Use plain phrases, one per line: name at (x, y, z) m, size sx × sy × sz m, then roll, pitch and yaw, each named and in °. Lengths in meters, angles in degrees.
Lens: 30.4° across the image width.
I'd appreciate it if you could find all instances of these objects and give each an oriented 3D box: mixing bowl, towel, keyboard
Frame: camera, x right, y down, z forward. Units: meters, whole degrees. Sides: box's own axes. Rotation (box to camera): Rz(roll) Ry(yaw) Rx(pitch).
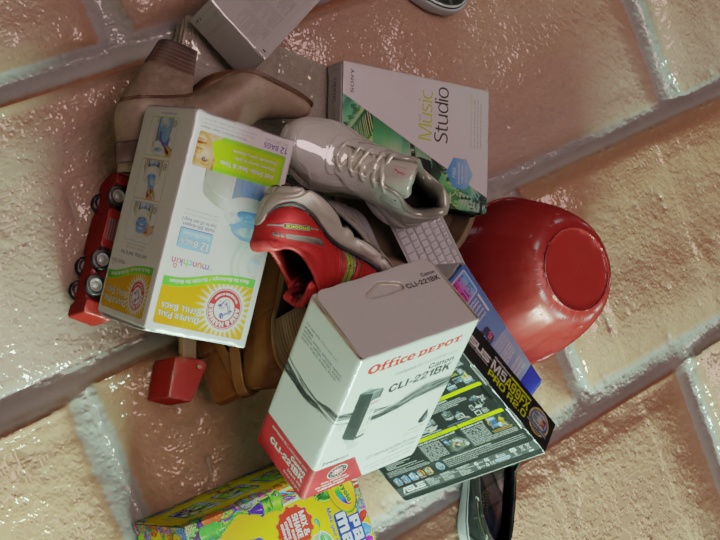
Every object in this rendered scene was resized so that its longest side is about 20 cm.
mixing bowl at (0.216, 0.006, 1.533) m, size 0.199 × 0.108 × 0.202 m, roll 5°, pitch 81°, yaw -32°
towel at (-0.114, -0.178, 1.397) m, size 0.199 × 0.034 × 0.133 m, roll 19°, pitch 74°, yaw -30°
keyboard at (0.098, 0.021, 1.475) m, size 0.056 × 0.011 × 0.201 m, roll -28°, pitch 109°, yaw -3°

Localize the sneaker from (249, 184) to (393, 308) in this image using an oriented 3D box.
sneaker at (-0.036, 0.003, 1.226) m, size 0.200 × 0.077 × 0.085 m, roll 42°, pitch 64°, yaw -39°

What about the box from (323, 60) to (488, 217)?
box at (0.054, -0.142, 1.461) m, size 0.199 × 0.036 × 0.146 m, roll 6°, pitch 81°, yaw -30°

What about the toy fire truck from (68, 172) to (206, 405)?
toy fire truck at (-0.209, 0.019, 1.298) m, size 0.140 × 0.049 × 0.201 m, roll 21°, pitch 70°, yaw -30°

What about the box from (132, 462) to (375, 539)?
box at (-0.087, 0.305, 1.290) m, size 0.192 × 0.122 × 0.201 m, roll -20°, pitch 93°, yaw -34°

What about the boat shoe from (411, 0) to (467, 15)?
boat shoe at (0.062, -0.378, 1.516) m, size 0.200 × 0.068 × 0.074 m, roll 50°, pitch 61°, yaw -17°

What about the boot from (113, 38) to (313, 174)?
boot at (-0.149, -0.133, 1.310) m, size 0.199 × 0.070 × 0.147 m, roll 18°, pitch 76°, yaw -25°

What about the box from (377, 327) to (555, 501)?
box at (0.075, 0.145, 1.368) m, size 0.160 × 0.199 × 0.044 m, roll 50°, pitch 41°, yaw -15°

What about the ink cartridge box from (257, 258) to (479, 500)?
ink cartridge box at (0.005, 0.100, 1.224) m, size 0.144 × 0.201 × 0.084 m, roll -17°, pitch 53°, yaw -36°

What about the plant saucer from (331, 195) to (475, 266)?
plant saucer at (0.046, -0.099, 1.488) m, size 0.199 × 0.029 × 0.202 m, roll 6°, pitch 79°, yaw -31°

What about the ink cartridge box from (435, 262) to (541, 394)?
ink cartridge box at (0.100, 0.092, 1.421) m, size 0.076 × 0.136 × 0.200 m, roll -49°, pitch 115°, yaw -28°

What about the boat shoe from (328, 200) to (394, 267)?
boat shoe at (0.000, 0.000, 1.344) m, size 0.066 × 0.072 × 0.201 m, roll 26°, pitch 30°, yaw -49°

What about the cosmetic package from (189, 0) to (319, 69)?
cosmetic package at (-0.090, -0.292, 1.393) m, size 0.083 × 0.051 × 0.200 m, roll 46°, pitch 49°, yaw -11°

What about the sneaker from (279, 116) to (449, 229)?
sneaker at (0.012, -0.105, 1.350) m, size 0.199 × 0.099 × 0.078 m, roll 22°, pitch 79°, yaw -30°

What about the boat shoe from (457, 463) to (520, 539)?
boat shoe at (0.149, 0.214, 1.483) m, size 0.070 × 0.066 × 0.202 m, roll 15°, pitch 75°, yaw -29°

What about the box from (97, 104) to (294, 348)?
box at (-0.152, -0.040, 1.224) m, size 0.112 × 0.101 × 0.201 m, roll 15°, pitch 89°, yaw -36°

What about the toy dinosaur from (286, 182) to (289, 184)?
toy dinosaur at (-0.115, -0.051, 1.363) m, size 0.200 × 0.058 × 0.101 m, roll 42°, pitch 65°, yaw -20°

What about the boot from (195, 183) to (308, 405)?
boot at (-0.103, 0.024, 1.314) m, size 0.073 × 0.154 × 0.201 m, roll 27°, pitch 45°, yaw -41°
